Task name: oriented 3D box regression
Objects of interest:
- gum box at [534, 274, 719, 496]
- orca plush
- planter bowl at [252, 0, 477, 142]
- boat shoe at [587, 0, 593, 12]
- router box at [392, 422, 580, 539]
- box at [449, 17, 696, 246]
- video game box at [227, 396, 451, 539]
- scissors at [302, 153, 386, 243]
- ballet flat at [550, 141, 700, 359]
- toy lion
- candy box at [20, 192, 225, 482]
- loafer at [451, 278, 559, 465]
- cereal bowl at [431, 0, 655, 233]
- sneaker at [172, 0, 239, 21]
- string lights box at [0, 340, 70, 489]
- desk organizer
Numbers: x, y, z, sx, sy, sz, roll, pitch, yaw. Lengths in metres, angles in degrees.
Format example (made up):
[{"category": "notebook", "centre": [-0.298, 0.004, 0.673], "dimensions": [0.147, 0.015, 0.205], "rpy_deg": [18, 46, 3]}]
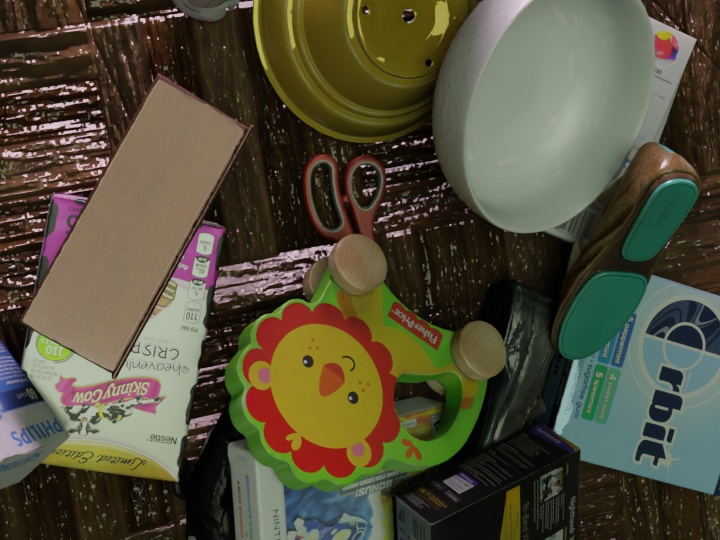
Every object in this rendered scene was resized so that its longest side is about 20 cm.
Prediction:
[{"category": "gum box", "centre": [0.267, 0.097, 1.017], "dimensions": [0.197, 0.045, 0.172], "rpy_deg": [15, 91, -14]}, {"category": "orca plush", "centre": [-0.084, 0.160, 0.920], "dimensions": [0.105, 0.071, 0.201], "rpy_deg": [35, 87, -15]}, {"category": "planter bowl", "centre": [0.022, -0.197, 0.888], "dimensions": [0.198, 0.083, 0.204], "rpy_deg": [-5, 103, -22]}, {"category": "boat shoe", "centre": [0.134, -0.286, 0.876], "dimensions": [0.200, 0.072, 0.063], "rpy_deg": [50, 62, -36]}, {"category": "router box", "centre": [0.105, 0.246, 0.935], "dimensions": [0.156, 0.052, 0.203], "rpy_deg": [-18, 119, -31]}, {"category": "box", "centre": [0.181, -0.130, 0.975], "dimensions": [0.154, 0.041, 0.203], "rpy_deg": [19, 91, -15]}, {"category": "video game box", "centre": [-0.009, 0.211, 0.922], "dimensions": [0.198, 0.047, 0.185], "rpy_deg": [-9, 101, -37]}, {"category": "scissors", "centre": [0.000, 0.000, 0.958], "dimensions": [0.072, 0.014, 0.203], "rpy_deg": [-13, 100, -15]}, {"category": "ballet flat", "centre": [0.204, -0.020, 0.924], "dimensions": [0.067, 0.073, 0.202], "rpy_deg": [6, 130, -17]}, {"category": "toy lion", "centre": [0.000, 0.088, 0.883], "dimensions": [0.199, 0.069, 0.193], "rpy_deg": [34, 58, -15]}, {"category": "candy box", "centre": [-0.189, 0.051, 0.888], "dimensions": [0.134, 0.061, 0.203], "rpy_deg": [10, 93, -15]}, {"category": "loafer", "centre": [0.127, 0.113, 0.971], "dimensions": [0.071, 0.073, 0.203], "rpy_deg": [16, 93, -19]}, {"category": "cereal bowl", "centre": [0.130, -0.137, 0.881], "dimensions": [0.198, 0.083, 0.203], "rpy_deg": [-19, 125, -29]}, {"category": "sneaker", "centre": [-0.083, -0.288, 0.873], "dimensions": [0.074, 0.081, 0.202], "rpy_deg": [23, 88, -13]}, {"category": "string lights box", "centre": [-0.301, 0.061, 0.803], "dimensions": [0.059, 0.103, 0.201], "rpy_deg": [-39, 83, 9]}, {"category": "desk organizer", "centre": [-0.160, -0.032, 0.822], "dimensions": [0.076, 0.072, 0.202], "rpy_deg": [29, 85, -11]}]
